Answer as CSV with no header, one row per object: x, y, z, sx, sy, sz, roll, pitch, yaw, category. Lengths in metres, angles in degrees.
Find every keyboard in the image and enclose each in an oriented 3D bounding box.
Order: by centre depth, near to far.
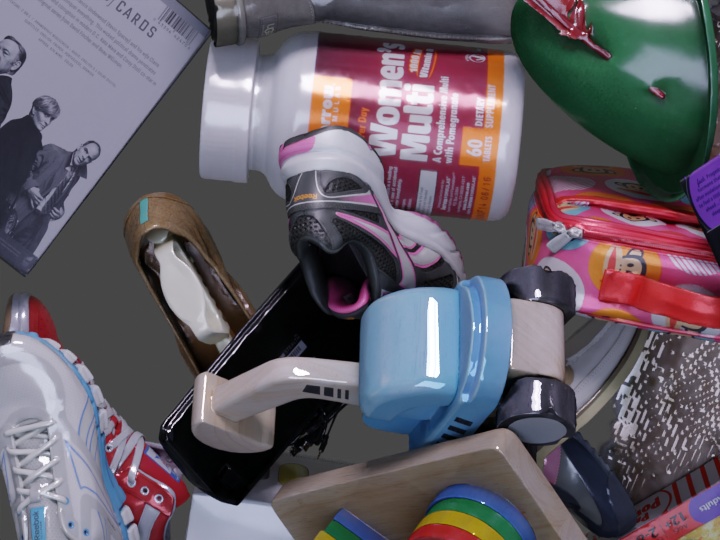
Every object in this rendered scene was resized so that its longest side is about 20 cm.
-0.049,0.069,1.597,0.200,0.040,0.104,-48,114,-23,keyboard

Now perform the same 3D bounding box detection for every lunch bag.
0.201,-0.003,1.542,0.199,0.176,0.082,10,105,-2,lunch bag

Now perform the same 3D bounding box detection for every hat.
0.103,-0.134,1.484,0.175,0.166,0.201,-5,76,-16,hat

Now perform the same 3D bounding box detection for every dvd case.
-0.210,-0.120,1.551,0.150,0.025,0.200,39,83,-22,dvd case

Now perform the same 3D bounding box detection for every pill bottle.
0.000,-0.094,1.556,0.199,0.110,0.110,5,105,-1,pill bottle

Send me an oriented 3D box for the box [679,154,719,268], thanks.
0.309,-0.051,1.441,0.199,0.122,0.107,-19,81,-36,box

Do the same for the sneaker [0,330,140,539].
-0.195,0.135,1.563,0.075,0.087,0.201,-14,111,16,sneaker

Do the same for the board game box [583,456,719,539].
0.232,0.251,1.677,0.151,0.046,0.201,-31,102,9,board game box

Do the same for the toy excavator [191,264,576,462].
0.012,0.064,1.480,0.199,0.195,0.100,11,61,-14,toy excavator

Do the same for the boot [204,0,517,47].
-0.005,-0.219,1.537,0.199,0.073,0.183,-8,75,-8,boot

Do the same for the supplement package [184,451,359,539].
-0.022,0.216,1.639,0.199,0.111,0.157,9,105,-2,supplement package

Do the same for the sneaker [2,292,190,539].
-0.174,0.105,1.632,0.112,0.071,0.201,-4,113,6,sneaker

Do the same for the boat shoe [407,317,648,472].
0.108,0.080,1.558,0.068,0.075,0.200,46,63,-5,boat shoe

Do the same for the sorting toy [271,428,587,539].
0.055,0.210,1.483,0.199,0.070,0.199,-18,113,44,sorting toy

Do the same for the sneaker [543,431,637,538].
0.093,0.121,1.621,0.200,0.070,0.082,43,69,-3,sneaker

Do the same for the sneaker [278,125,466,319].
0.000,0.000,1.520,0.080,0.087,0.200,-12,145,28,sneaker

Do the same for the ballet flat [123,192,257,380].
-0.094,0.040,1.613,0.068,0.072,0.201,-27,103,9,ballet flat

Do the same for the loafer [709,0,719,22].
0.200,-0.218,1.543,0.200,0.063,0.072,41,100,-9,loafer
